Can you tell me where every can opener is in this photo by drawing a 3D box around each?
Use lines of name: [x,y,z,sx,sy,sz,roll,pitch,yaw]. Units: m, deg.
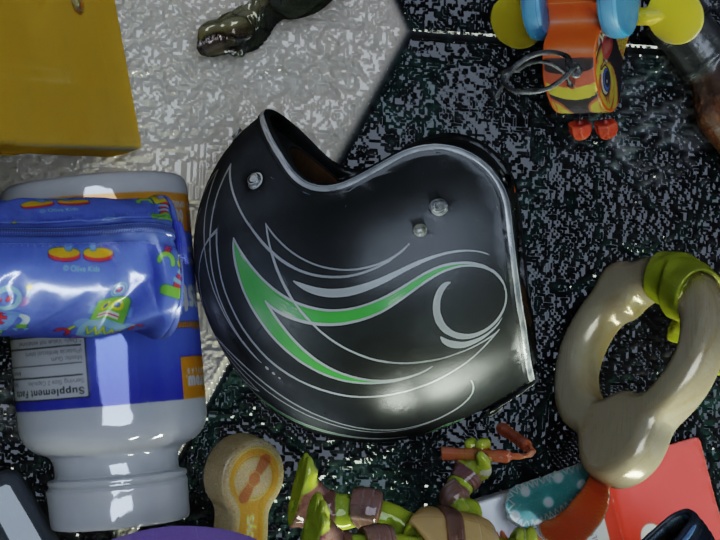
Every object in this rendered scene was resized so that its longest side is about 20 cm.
can opener: [-0.178,0.213,1.177,0.066,0.053,0.201,-26,92,-11]

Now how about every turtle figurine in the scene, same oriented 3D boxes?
turtle figurine: [0.041,0.148,1.140,0.161,0.200,0.065,12,123,-14]

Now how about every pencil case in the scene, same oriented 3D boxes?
pencil case: [-0.185,-0.003,1.035,0.199,0.087,0.078,0,68,-30]

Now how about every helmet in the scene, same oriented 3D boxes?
helmet: [0.000,0.000,1.159,0.190,0.200,0.201,-8,88,7]

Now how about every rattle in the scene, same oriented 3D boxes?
rattle: [0.184,0.100,1.237,0.143,0.130,0.201,41,58,-48]

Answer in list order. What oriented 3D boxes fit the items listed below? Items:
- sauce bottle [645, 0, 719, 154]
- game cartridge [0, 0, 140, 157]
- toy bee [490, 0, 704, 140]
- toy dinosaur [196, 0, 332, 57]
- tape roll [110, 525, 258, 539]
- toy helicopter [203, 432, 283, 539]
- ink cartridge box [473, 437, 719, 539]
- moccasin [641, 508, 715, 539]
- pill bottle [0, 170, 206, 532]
sauce bottle: [0.259,-0.088,1.276,0.066,0.066,0.200,-39,97,-11]
game cartridge: [-0.194,-0.153,1.129,0.032,0.200,0.177,-11,88,21]
toy bee: [0.134,-0.141,1.238,0.200,0.131,0.109,-46,136,-26]
toy dinosaur: [-0.021,-0.202,1.209,0.199,0.047,0.088,-24,109,15]
tape roll: [-0.097,0.243,1.085,0.199,0.066,0.201,-3,109,-8]
toy helicopter: [-0.081,0.194,1.150,0.132,0.079,0.201,-1,97,-34]
ink cartridge box: [0.146,0.205,1.246,0.199,0.057,0.163,-15,89,-7]
moccasin: [0.128,0.205,1.188,0.200,0.080,0.068,-28,108,-28]
pill bottle: [-0.147,0.047,1.162,0.112,0.112,0.201,-5,88,-12]
